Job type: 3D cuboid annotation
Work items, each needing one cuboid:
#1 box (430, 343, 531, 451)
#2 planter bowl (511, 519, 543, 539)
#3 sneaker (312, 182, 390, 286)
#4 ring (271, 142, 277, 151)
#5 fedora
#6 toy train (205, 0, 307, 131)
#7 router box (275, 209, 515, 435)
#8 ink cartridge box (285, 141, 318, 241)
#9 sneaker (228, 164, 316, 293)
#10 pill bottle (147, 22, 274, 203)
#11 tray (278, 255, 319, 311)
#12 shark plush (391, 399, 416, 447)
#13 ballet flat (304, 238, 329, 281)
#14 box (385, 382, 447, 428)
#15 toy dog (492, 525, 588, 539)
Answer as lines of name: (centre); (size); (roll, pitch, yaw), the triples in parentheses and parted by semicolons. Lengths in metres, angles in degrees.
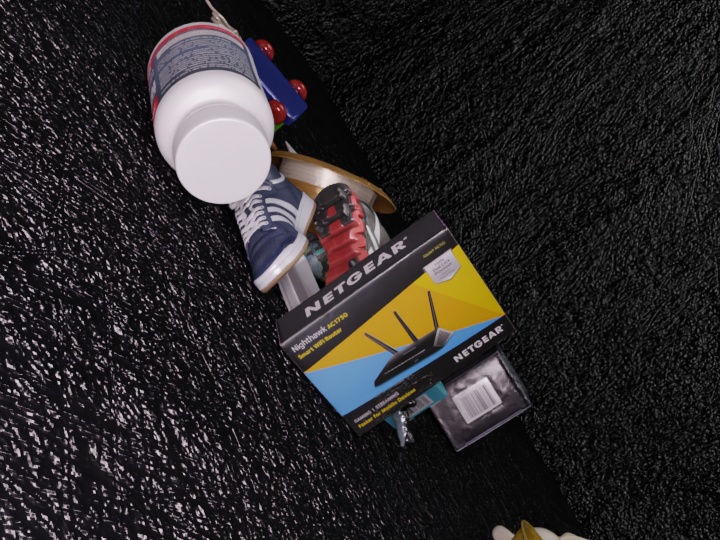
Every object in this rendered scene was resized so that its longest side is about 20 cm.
box: (0.200, 0.210, 1.504); (0.105, 0.147, 0.200); (57, 8, 6)
planter bowl: (0.209, 0.402, 1.031); (0.201, 0.083, 0.201); (56, 7, -11)
sneaker: (0.000, 0.000, 1.031); (0.098, 0.070, 0.202); (20, 54, -50)
ring: (-0.191, -0.265, 1.363); (0.201, 0.019, 0.200); (55, 1, -1)
fedora: (-0.053, -0.093, 1.207); (0.199, 0.083, 0.201); (20, -6, 2)
toy train: (-0.176, -0.268, 1.218); (0.200, 0.115, 0.085); (49, 40, -13)
router box: (0.036, 0.057, 0.898); (0.149, 0.199, 0.051); (51, 7, -29)
ink cartridge box: (-0.064, -0.086, 1.406); (0.177, 0.044, 0.200); (63, 9, 27)
sneaker: (-0.110, -0.058, 0.940); (0.108, 0.070, 0.200); (43, 21, -16)
pill bottle: (-0.150, -0.158, 0.891); (0.120, 0.119, 0.201); (51, 10, -37)
tray: (-0.068, 0.029, 1.018); (0.107, 0.022, 0.201); (50, 11, -49)
shark plush: (0.025, 0.112, 1.076); (0.090, 0.083, 0.201); (-25, 75, -40)
ballet flat: (-0.029, -0.011, 1.251); (0.075, 0.074, 0.200); (58, 8, 9)
box: (0.031, 0.096, 1.146); (0.049, 0.082, 0.201); (45, 14, -52)
toy dog: (0.274, 0.436, 1.226); (0.193, 0.141, 0.200); (18, -14, 32)
